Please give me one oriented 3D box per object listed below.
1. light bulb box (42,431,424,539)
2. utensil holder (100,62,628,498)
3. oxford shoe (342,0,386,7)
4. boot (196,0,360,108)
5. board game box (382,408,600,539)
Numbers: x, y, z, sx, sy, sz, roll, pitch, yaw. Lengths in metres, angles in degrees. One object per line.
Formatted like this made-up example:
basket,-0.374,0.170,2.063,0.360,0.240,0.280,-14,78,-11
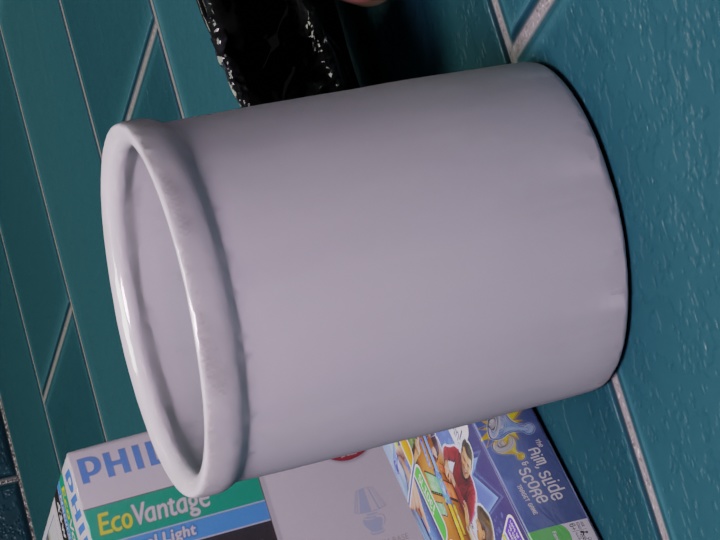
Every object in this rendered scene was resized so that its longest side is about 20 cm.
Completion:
light bulb box,-0.081,0.171,1.530,0.200,0.198,0.125,118,136,-67
utensil holder,0.000,0.000,1.132,0.170,0.199,0.171,169,90,-74
oxford shoe,-0.022,-0.202,1.345,0.074,0.071,0.200,48,-171,-52
boot,-0.050,-0.130,1.341,0.199,0.073,0.162,65,-175,17
board game box,0.061,0.110,1.293,0.136,0.034,0.200,97,155,-47
